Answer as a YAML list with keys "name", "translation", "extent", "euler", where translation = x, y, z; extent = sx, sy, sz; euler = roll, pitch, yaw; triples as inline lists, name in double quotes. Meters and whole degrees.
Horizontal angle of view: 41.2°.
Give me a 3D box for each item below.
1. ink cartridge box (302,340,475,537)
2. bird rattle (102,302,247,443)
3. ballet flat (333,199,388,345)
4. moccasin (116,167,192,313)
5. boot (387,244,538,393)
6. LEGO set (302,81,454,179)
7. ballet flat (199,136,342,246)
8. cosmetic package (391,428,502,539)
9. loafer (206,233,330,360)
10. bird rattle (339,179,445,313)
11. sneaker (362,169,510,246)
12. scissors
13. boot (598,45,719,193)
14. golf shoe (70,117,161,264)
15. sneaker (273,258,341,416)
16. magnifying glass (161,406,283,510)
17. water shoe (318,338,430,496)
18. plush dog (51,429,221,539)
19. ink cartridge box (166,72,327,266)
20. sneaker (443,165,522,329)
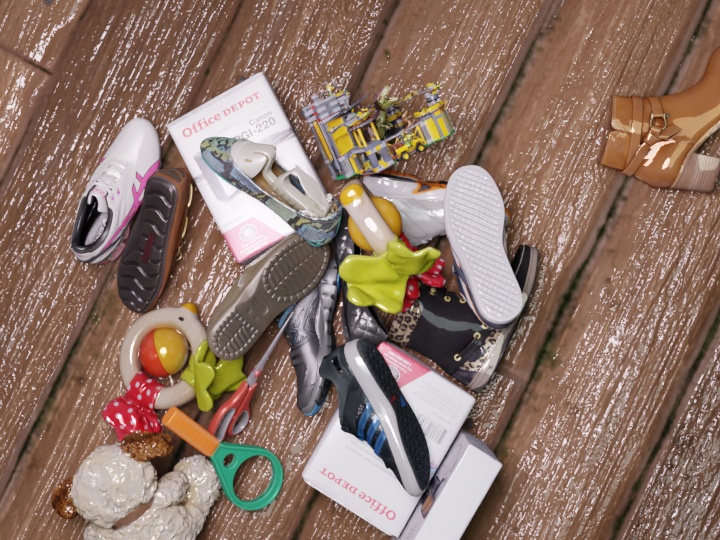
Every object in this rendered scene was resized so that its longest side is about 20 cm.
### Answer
- name: "ink cartridge box"
  translation: [0.035, 0.209, 1.226]
  extent: [0.146, 0.086, 0.202]
  euler: [32, 90, 1]
- name: "bird rattle"
  translation: [-0.250, 0.133, 1.242]
  extent: [0.198, 0.112, 0.166]
  euler: [-24, 72, 18]
- name: "ballet flat"
  translation: [0.000, 0.000, 1.216]
  extent: [0.056, 0.066, 0.204]
  euler: [-11, 75, 15]
- name: "moccasin"
  translation: [-0.261, -0.038, 1.230]
  extent: [0.073, 0.078, 0.204]
  euler: [20, 112, 13]
- name: "boot"
  translation: [0.133, 0.038, 1.238]
  extent: [0.149, 0.073, 0.203]
  euler: [25, 93, 2]
- name: "LEGO set"
  translation: [0.014, -0.192, 1.172]
  extent: [0.152, 0.200, 0.117]
  euler: [-28, 102, -9]
- name: "ballet flat"
  translation: [-0.102, -0.113, 1.156]
  extent: [0.199, 0.074, 0.075]
  euler: [35, 89, -4]
- name: "cosmetic package"
  translation: [0.097, 0.301, 1.190]
  extent: [0.051, 0.151, 0.202]
  euler: [30, 89, 3]
- name: "loafer"
  translation: [-0.121, 0.022, 1.187]
  extent: [0.200, 0.067, 0.076]
  euler: [-44, 119, -16]
- name: "bird rattle"
  translation: [0.037, -0.037, 1.124]
  extent: [0.112, 0.200, 0.164]
  euler: [-32, 89, 16]
- name: "sneaker"
  translation: [0.094, -0.069, 1.247]
  extent: [0.196, 0.076, 0.094]
  euler: [12, 105, 2]
- name: "scissors"
  translation: [-0.140, 0.140, 1.209]
  extent: [0.014, 0.073, 0.202]
  euler: [39, 116, 27]
- name: "boot"
  translation: [0.400, -0.209, 1.246]
  extent: [0.153, 0.077, 0.204]
  euler: [14, 96, 5]
- name: "golf shoe"
  translation: [-0.313, -0.103, 1.234]
  extent: [0.072, 0.092, 0.203]
  euler: [20, 88, 2]
- name: "sneaker"
  translation: [-0.071, 0.085, 1.242]
  extent: [0.080, 0.073, 0.204]
  euler: [4, 79, 4]
- name: "magnifying glass"
  translation: [-0.172, 0.234, 1.206]
  extent: [0.080, 0.022, 0.200]
  euler: [-53, 126, -13]
- name: "water shoe"
  translation: [0.019, 0.182, 1.162]
  extent: [0.078, 0.071, 0.203]
  euler: [-25, 88, 27]
- name: "plush dog"
  translation: [-0.281, 0.289, 1.171]
  extent: [0.199, 0.161, 0.173]
  euler: [-34, 113, 1]
- name: "ink cartridge box"
  translation: [-0.138, -0.129, 1.236]
  extent: [0.144, 0.085, 0.202]
  euler: [-28, 87, -1]
- name: "sneaker"
  translation: [0.145, -0.024, 1.176]
  extent: [0.077, 0.080, 0.203]
  euler: [-9, 72, -2]
